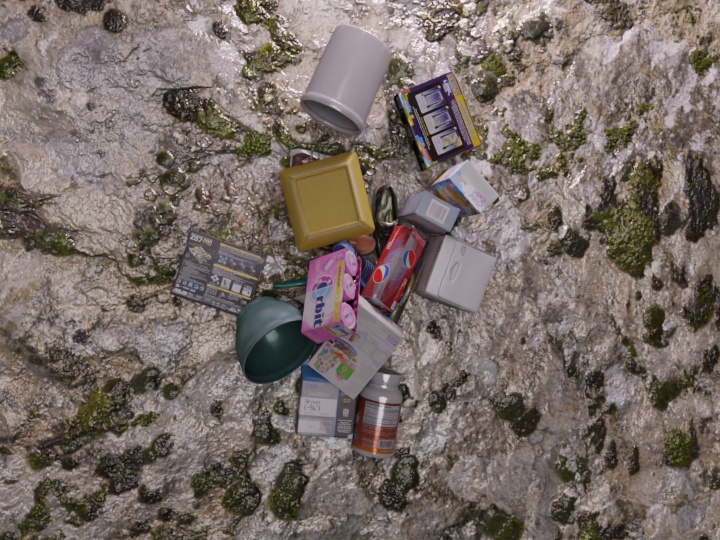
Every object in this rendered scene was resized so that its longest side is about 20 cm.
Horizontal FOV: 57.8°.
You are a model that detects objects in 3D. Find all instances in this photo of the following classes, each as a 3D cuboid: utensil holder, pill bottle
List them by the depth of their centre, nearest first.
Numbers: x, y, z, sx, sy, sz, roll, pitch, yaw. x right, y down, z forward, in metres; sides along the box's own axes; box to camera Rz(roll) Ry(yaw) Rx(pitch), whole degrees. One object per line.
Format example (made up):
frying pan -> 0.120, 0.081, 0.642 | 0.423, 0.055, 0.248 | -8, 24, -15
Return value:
utensil holder -> -0.031, -0.456, 1.572 | 0.167, 0.170, 0.203 | 25, 85, -8
pill bottle -> 0.045, 0.352, 1.624 | 0.110, 0.112, 0.205 | 10, 89, -9

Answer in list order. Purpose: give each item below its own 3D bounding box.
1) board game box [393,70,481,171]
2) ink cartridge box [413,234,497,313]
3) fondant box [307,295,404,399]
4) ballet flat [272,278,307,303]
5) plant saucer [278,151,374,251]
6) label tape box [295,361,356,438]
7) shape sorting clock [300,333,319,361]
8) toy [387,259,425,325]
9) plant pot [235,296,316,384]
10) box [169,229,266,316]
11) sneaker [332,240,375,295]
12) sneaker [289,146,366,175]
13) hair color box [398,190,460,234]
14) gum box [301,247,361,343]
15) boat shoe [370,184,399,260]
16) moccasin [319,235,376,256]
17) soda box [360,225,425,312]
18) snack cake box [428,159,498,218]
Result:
board game box -> 0.196, -0.381, 1.665 | 0.162, 0.057, 0.204 | -23, 94, -10
ink cartridge box -> 0.218, 0.008, 1.601 | 0.142, 0.200, 0.148 | 21, 88, -8
fondant box -> -0.011, 0.182, 1.547 | 0.143, 0.058, 0.201 | 37, 102, -8
ballet flat -> -0.116, 0.040, 1.620 | 0.196, 0.068, 0.077 | -20, 103, -12
plant saucer -> -0.080, -0.165, 1.556 | 0.196, 0.048, 0.205 | -15, 94, -3
label tape box -> -0.083, 0.307, 1.627 | 0.141, 0.063, 0.205 | 6, 90, -10
shape sorting clock -> -0.053, 0.166, 1.629 | 0.195, 0.039, 0.205 | 2, 80, -10
toy -> 0.093, 0.059, 1.624 | 0.046, 0.115, 0.204 | 21, 88, -11
plant pot -> -0.216, 0.149, 1.549 | 0.199, 0.201, 0.135 | -37, 55, -7
box -> -0.344, 0.010, 1.589 | 0.196, 0.049, 0.165 | 18, 90, -9
sneaker -> 0.000, 0.000, 1.612 | 0.202, 0.069, 0.078 | 62, 40, -26
sneaker -> -0.088, -0.230, 1.621 | 0.195, 0.076, 0.118 | 13, 96, 0
hair color box -> 0.163, -0.138, 1.590 | 0.098, 0.200, 0.062 | 27, 87, -8
gum box -> -0.064, 0.053, 1.499 | 0.066, 0.112, 0.204 | 37, 46, -43
boat shoe -> 0.064, -0.115, 1.642 | 0.070, 0.066, 0.206 | -2, 91, -9
moccasin -> -0.056, -0.082, 1.616 | 0.197, 0.078, 0.075 | 18, 77, -8
soda box -> 0.082, -0.006, 1.582 | 0.063, 0.069, 0.203 | 41, 70, -38
snack cake box -> 0.249, -0.195, 1.603 | 0.067, 0.200, 0.115 | -42, 96, -5
